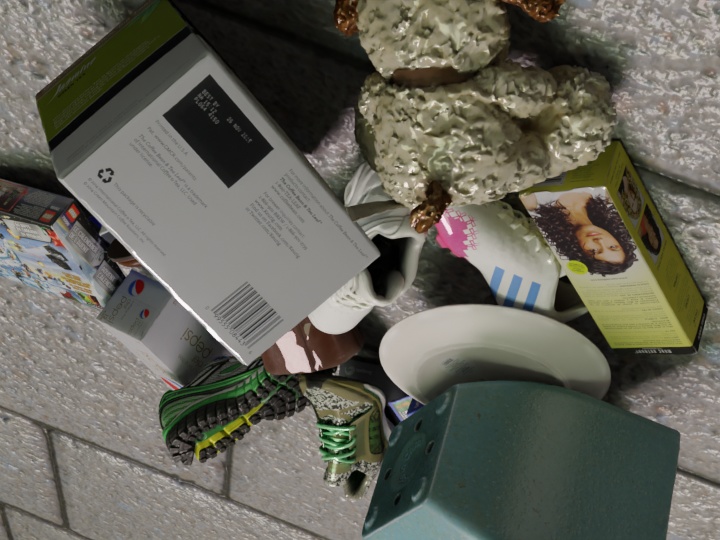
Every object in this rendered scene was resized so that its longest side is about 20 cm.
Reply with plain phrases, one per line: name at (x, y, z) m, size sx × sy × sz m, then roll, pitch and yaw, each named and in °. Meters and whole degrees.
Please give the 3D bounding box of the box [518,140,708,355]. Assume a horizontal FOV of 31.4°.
box at (0.199, -0.011, 0.991) m, size 0.075 × 0.050 × 0.200 m, roll -5°, pitch 138°, yaw 37°

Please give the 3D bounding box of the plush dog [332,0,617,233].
plush dog at (0.053, -0.131, 0.851) m, size 0.200 × 0.160 × 0.172 m, roll 0°, pitch 114°, yaw 30°

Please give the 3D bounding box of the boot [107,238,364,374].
boot at (-0.107, 0.028, 1.149) m, size 0.186 × 0.064 × 0.200 m, roll -15°, pitch 126°, yaw 5°

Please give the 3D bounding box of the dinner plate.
dinner plate at (0.113, 0.092, 1.101) m, size 0.200 × 0.024 × 0.200 m, roll 9°, pitch 145°, yaw 6°

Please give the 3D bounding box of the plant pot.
plant pot at (0.119, 0.204, 1.081) m, size 0.200 × 0.196 × 0.196 m, roll 29°, pitch 143°, yaw -14°

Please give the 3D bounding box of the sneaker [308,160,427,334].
sneaker at (0.000, 0.000, 1.050) m, size 0.078 × 0.099 × 0.200 m, roll 9°, pitch 138°, yaw -17°

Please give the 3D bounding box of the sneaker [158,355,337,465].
sneaker at (-0.112, 0.106, 1.269) m, size 0.085 × 0.200 × 0.078 m, roll 55°, pitch 168°, yaw 41°

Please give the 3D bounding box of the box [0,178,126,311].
box at (-0.337, -0.034, 1.287) m, size 0.200 × 0.040 × 0.137 m, roll 16°, pitch 149°, yaw 31°

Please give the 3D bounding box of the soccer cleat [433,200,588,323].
soccer cleat at (0.120, -0.025, 1.021) m, size 0.086 × 0.070 × 0.200 m, roll -16°, pitch 134°, yaw 25°

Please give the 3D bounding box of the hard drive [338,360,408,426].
hard drive at (0.074, 0.159, 1.323) m, size 0.200 × 0.042 × 0.135 m, roll 13°, pitch 146°, yaw 18°

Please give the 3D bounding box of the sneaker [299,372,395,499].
sneaker at (-0.013, 0.165, 1.252) m, size 0.077 × 0.089 × 0.200 m, roll 4°, pitch 150°, yaw 23°

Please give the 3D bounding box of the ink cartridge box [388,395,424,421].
ink cartridge box at (0.132, 0.152, 1.220) m, size 0.200 × 0.042 × 0.119 m, roll -19°, pitch 116°, yaw 32°

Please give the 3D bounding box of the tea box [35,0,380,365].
tea box at (-0.117, -0.073, 0.943) m, size 0.200 × 0.134 × 0.197 m, roll 49°, pitch -178°, yaw -29°

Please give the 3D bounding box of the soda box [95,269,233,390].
soda box at (-0.185, 0.082, 1.321) m, size 0.068 × 0.064 × 0.200 m, roll 23°, pitch 161°, yaw 33°

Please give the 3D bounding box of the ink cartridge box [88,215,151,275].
ink cartridge box at (-0.149, -0.001, 1.240) m, size 0.198 × 0.043 × 0.200 m, roll 42°, pitch 145°, yaw -26°
